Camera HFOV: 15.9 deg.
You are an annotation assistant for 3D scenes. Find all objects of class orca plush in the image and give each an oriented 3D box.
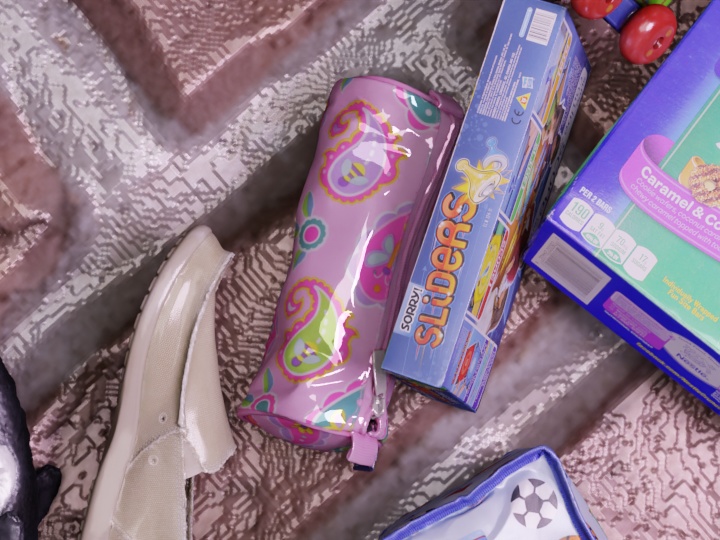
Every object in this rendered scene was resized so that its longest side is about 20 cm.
[{"bbox_3d":[-0.197,0.107,1.371,0.105,0.071,0.201,-19,79,42],"label":"orca plush"}]

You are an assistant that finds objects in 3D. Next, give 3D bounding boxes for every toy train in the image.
[{"bbox_3d":[0.123,-0.191,1.271,0.116,0.200,0.085,-48,61,7],"label":"toy train"}]

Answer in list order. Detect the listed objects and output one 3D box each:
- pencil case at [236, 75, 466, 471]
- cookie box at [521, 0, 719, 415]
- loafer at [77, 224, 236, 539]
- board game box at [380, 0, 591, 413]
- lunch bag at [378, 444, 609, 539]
[{"bbox_3d":[0.000,0.000,1.357,0.087,0.087,0.201,15,83,0],"label":"pencil case"},{"bbox_3d":[0.211,-0.040,1.351,0.171,0.075,0.200,38,71,2],"label":"cookie box"},{"bbox_3d":[-0.096,0.076,1.361,0.068,0.076,0.201,15,95,-1],"label":"loafer"},{"bbox_3d":[0.068,-0.031,1.337,0.034,0.135,0.201,18,84,13],"label":"board game box"},{"bbox_3d":[0.091,0.200,1.302,0.123,0.170,0.201,-31,87,0],"label":"lunch bag"}]
